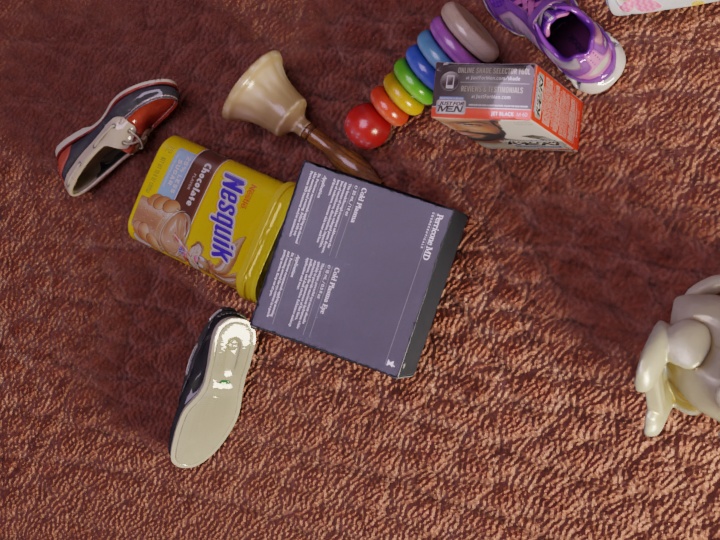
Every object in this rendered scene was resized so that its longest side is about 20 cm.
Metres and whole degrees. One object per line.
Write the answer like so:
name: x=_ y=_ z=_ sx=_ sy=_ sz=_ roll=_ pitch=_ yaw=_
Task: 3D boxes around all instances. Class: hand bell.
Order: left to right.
hand bell: x=-0.056 y=-0.159 z=1.747 sx=0.200 sy=0.104 sz=0.104 roll=40 pitch=99 yaw=8

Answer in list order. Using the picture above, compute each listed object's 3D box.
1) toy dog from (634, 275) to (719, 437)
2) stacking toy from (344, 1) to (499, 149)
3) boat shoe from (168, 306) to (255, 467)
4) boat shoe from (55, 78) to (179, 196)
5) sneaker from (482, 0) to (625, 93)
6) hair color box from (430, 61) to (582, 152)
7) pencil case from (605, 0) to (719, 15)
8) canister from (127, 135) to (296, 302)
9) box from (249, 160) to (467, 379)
toy dog: x=0.402 y=0.109 z=1.497 sx=0.200 sy=0.140 sz=0.194 roll=15 pitch=53 yaw=24
stacking toy: x=0.062 y=-0.213 z=1.699 sx=0.200 sy=0.085 sz=0.085 roll=-43 pitch=71 yaw=18
boat shoe: x=-0.182 y=0.141 z=1.771 sx=0.068 sy=0.072 sz=0.200 roll=35 pitch=107 yaw=58
boat shoe: x=-0.300 y=-0.166 z=1.837 sx=0.200 sy=0.071 sz=0.063 roll=-32 pitch=58 yaw=22
sneaker: x=0.207 y=-0.282 z=1.639 sx=0.200 sy=0.088 sz=0.081 roll=45 pitch=102 yaw=21
hair color box: x=0.161 y=-0.173 z=1.584 sx=0.111 sy=0.200 sz=0.064 roll=5 pitch=86 yaw=23
pencil case: x=0.357 y=-0.331 z=1.584 sx=0.200 sy=0.083 sz=0.091 roll=-5 pitch=104 yaw=21
canister: x=-0.166 y=-0.063 z=1.767 sx=0.200 sy=0.087 sz=0.149 roll=25 pitch=93 yaw=24
box: x=0.000 y=0.000 z=1.666 sx=0.182 sy=0.104 sz=0.200 roll=20 pitch=93 yaw=14
